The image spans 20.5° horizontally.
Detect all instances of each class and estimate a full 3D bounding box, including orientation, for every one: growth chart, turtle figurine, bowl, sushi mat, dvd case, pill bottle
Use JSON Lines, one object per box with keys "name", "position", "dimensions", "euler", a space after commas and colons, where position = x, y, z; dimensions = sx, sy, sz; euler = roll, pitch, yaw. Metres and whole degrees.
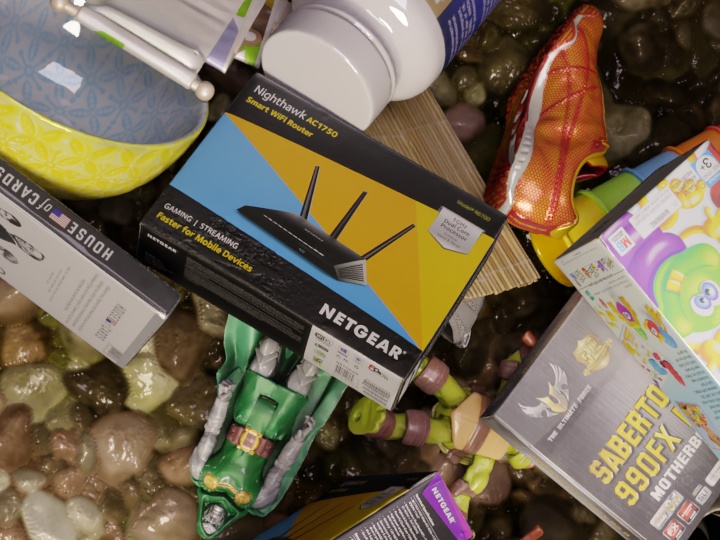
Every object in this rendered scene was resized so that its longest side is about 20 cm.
{"name": "growth chart", "position": [-0.108, -0.200, 1.387], "dimensions": [0.144, 0.018, 0.200], "euler": [35, 48, -2]}
{"name": "turtle figurine", "position": [0.077, 0.096, 1.394], "dimensions": [0.161, 0.064, 0.201], "euler": [27, 86, -26]}
{"name": "bowl", "position": [-0.213, -0.107, 1.329], "dimensions": [0.199, 0.200, 0.108], "euler": [31, 119, -7]}
{"name": "sushi mat", "position": [0.045, -0.063, 1.393], "dimensions": [0.095, 0.012, 0.201], "euler": [-10, 62, -38]}
{"name": "dvd case", "position": [-0.216, -0.018, 1.303], "dimensions": [0.200, 0.150, 0.025], "euler": [37, 68, -5]}
{"name": "pill bottle", "position": [0.023, -0.189, 1.377], "dimensions": [0.120, 0.120, 0.200], "euler": [40, 58, -4]}

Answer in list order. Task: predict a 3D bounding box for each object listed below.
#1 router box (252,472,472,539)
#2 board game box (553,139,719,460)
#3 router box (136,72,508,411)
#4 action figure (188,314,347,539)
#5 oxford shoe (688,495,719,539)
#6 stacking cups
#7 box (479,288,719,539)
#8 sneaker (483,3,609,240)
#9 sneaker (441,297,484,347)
{"name": "router box", "position": [-0.027, 0.188, 1.280], "dimensions": [0.149, 0.200, 0.051], "euler": [-30, 92, -17]}
{"name": "board game box", "position": [0.238, 0.031, 1.293], "dimensions": [0.103, 0.105, 0.200], "euler": [-40, 91, -12]}
{"name": "router box", "position": [-0.025, -0.022, 1.306], "dimensions": [0.199, 0.051, 0.149], "euler": [30, 59, 7]}
{"name": "action figure", "position": [-0.064, 0.093, 1.353], "dimensions": [0.118, 0.055, 0.201], "euler": [25, 96, 4]}
{"name": "oxford shoe", "position": [0.261, 0.179, 1.403], "dimensions": [0.070, 0.075, 0.200], "euler": [40, 55, -3]}
{"name": "stacking cups", "position": [0.219, -0.063, 1.457], "dimensions": [0.199, 0.060, 0.061], "euler": [-31, 89, -16]}
{"name": "box", "position": [0.203, 0.072, 1.360], "dimensions": [0.158, 0.048, 0.200], "euler": [40, 79, -4]}
{"name": "sneaker", "position": [0.145, -0.105, 1.431], "dimensions": [0.077, 0.073, 0.201], "euler": [25, 60, -11]}
{"name": "sneaker", "position": [0.000, 0.000, 1.388], "dimensions": [0.199, 0.075, 0.083], "euler": [13, 78, -11]}
